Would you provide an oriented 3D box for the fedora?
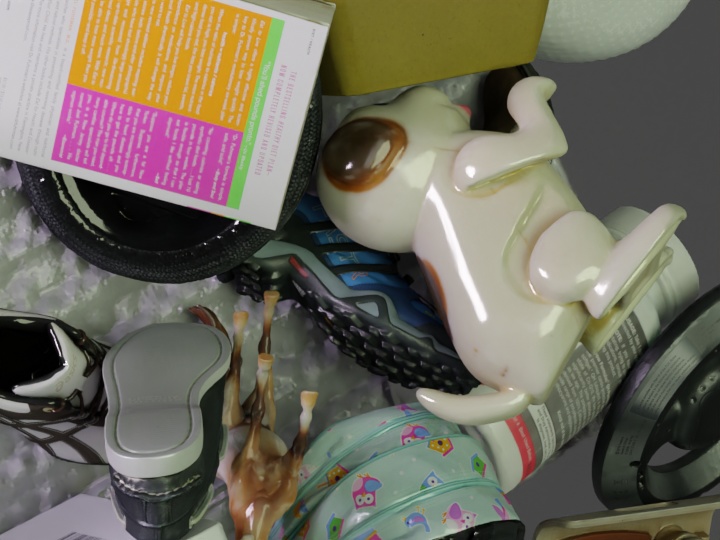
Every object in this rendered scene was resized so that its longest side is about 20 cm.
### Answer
[{"bbox_3d":[-0.111,-0.097,1.538,0.200,0.092,0.201,1,106,3],"label":"fedora"}]

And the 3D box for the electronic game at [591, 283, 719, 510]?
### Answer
[{"bbox_3d":[0.229,0.083,1.722,0.200,0.042,0.200,-32,145,-26],"label":"electronic game"}]

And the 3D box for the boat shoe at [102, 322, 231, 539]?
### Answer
[{"bbox_3d":[-0.112,0.088,1.465,0.075,0.200,0.060,0,112,6],"label":"boat shoe"}]

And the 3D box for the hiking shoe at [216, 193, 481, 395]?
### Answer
[{"bbox_3d":[0.000,0.000,1.587,0.200,0.074,0.087,31,69,7],"label":"hiking shoe"}]

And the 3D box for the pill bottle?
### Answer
[{"bbox_3d":[0.124,0.046,1.676,0.200,0.111,0.111,-38,108,-23],"label":"pill bottle"}]

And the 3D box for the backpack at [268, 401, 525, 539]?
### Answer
[{"bbox_3d":[0.013,0.174,1.565,0.167,0.200,0.127,-20,64,-30],"label":"backpack"}]

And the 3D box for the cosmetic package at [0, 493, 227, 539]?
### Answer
[{"bbox_3d":[-0.133,0.248,1.482,0.123,0.199,0.200,-26,103,-26],"label":"cosmetic package"}]

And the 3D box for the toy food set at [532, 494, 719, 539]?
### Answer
[{"bbox_3d":[0.181,0.246,1.715,0.143,0.060,0.200,-5,110,-29],"label":"toy food set"}]

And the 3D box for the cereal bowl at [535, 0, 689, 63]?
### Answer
[{"bbox_3d":[0.156,-0.238,1.709,0.200,0.083,0.201,0,89,-30],"label":"cereal bowl"}]

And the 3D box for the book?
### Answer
[{"bbox_3d":[-0.127,-0.110,1.463,0.200,0.048,0.134,16,111,-1],"label":"book"}]

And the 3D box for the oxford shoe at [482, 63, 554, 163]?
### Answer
[{"bbox_3d":[0.079,-0.063,1.646,0.084,0.073,0.200,11,47,-4],"label":"oxford shoe"}]

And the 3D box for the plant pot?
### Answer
[{"bbox_3d":[0.008,-0.203,1.566,0.200,0.200,0.177,-14,101,-28],"label":"plant pot"}]

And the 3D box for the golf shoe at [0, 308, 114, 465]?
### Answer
[{"bbox_3d":[-0.174,0.070,1.520,0.200,0.094,0.078,18,81,-30],"label":"golf shoe"}]

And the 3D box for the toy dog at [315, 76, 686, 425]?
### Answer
[{"bbox_3d":[0.065,-0.024,1.528,0.200,0.140,0.194,40,90,12],"label":"toy dog"}]

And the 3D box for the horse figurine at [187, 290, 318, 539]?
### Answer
[{"bbox_3d":[-0.066,0.095,1.534,0.050,0.200,0.133,4,114,-17],"label":"horse figurine"}]
